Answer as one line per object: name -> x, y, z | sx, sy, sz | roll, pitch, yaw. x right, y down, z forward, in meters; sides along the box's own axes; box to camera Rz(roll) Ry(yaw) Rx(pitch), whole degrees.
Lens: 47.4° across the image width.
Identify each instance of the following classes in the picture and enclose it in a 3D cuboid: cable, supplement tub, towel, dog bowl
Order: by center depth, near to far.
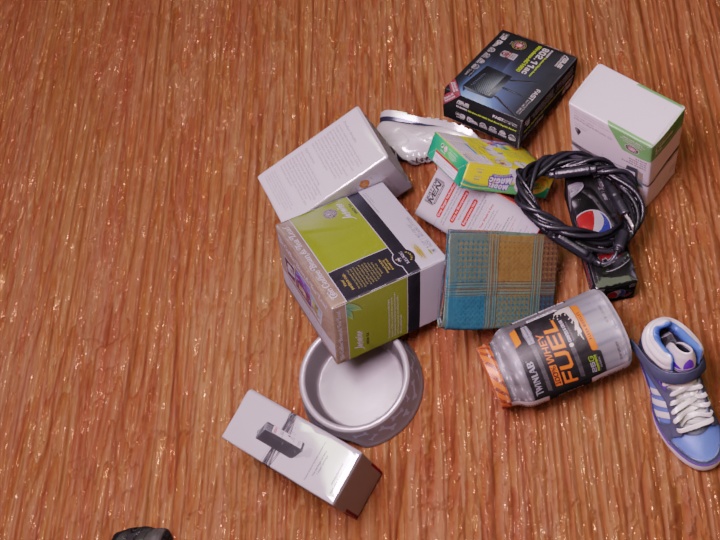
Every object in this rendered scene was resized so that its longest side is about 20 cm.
supplement tub -> 0.276, 0.118, 1.183 | 0.199, 0.123, 0.123 | -24, 62, 3
towel -> 0.206, 0.015, 1.211 | 0.198, 0.022, 0.148 | 1, 99, -26
cable -> 0.323, -0.110, 1.217 | 0.199, 0.051, 0.164 | 34, 73, 13
dog bowl -> -0.005, 0.169, 1.269 | 0.198, 0.059, 0.202 | -6, 66, 12

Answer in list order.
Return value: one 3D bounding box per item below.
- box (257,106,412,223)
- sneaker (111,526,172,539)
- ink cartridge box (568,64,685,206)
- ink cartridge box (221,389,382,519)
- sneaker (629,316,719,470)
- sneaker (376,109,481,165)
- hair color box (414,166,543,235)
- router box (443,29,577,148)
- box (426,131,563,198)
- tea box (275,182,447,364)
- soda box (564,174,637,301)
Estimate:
box -> -0.038, -0.147, 1.345 | 0.199, 0.152, 0.107 | -33, 69, 9
sneaker -> -0.357, 0.479, 1.212 | 0.113, 0.076, 0.201 | 1, 63, 17
ink cartridge box -> 0.403, -0.201, 1.252 | 0.146, 0.200, 0.084 | 36, 82, 26
ink cartridge box -> -0.084, 0.268, 1.195 | 0.199, 0.144, 0.084 | 26, 74, 24
sneaker -> 0.435, 0.160, 1.108 | 0.080, 0.147, 0.201 | -18, 63, 6
sneaker -> 0.115, -0.217, 1.412 | 0.199, 0.076, 0.081 | 13, 79, 27
hair color box -> 0.196, -0.084, 1.309 | 0.199, 0.061, 0.102 | 35, 107, 25
router box -> 0.254, -0.311, 1.387 | 0.149, 0.062, 0.200 | 28, 59, 23
box -> 0.217, -0.167, 1.305 | 0.198, 0.049, 0.118 | 2, 32, -28
tea box -> 0.000, 0.000, 1.257 | 0.195, 0.134, 0.200 | -22, 49, -17
soda box -> 0.368, -0.055, 1.265 | 0.063, 0.071, 0.202 | -12, 64, 7
